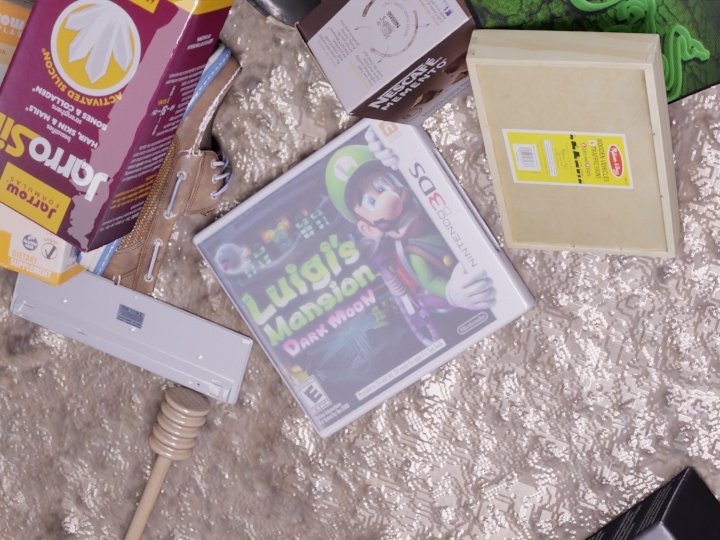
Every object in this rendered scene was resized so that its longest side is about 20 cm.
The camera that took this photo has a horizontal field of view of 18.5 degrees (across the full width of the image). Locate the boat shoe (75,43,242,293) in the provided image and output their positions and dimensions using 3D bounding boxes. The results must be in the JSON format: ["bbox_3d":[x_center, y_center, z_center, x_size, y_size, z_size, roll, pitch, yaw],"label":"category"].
[{"bbox_3d":[-0.133,-0.073,1.642,0.072,0.072,0.201,30,110,-8],"label":"boat shoe"}]

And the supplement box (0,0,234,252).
[{"bbox_3d":[-0.183,-0.130,1.552,0.110,0.086,0.201,29,108,9],"label":"supplement box"}]

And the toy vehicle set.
[{"bbox_3d":[0.147,-0.083,1.498,0.123,0.027,0.201,4,143,16],"label":"toy vehicle set"}]

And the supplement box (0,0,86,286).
[{"bbox_3d":[-0.250,-0.105,1.664,0.125,0.074,0.202,17,107,13],"label":"supplement box"}]

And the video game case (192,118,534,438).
[{"bbox_3d":[0.000,0.000,1.634,0.199,0.023,0.183,-33,91,23],"label":"video game case"}]

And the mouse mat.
[{"bbox_3d":[0.162,-0.166,1.464,0.160,0.008,0.200,-22,139,9],"label":"mouse mat"}]

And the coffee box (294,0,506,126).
[{"bbox_3d":[0.070,-0.189,1.508,0.200,0.113,0.080,-36,74,22],"label":"coffee box"}]

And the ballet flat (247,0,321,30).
[{"bbox_3d":[-0.095,-0.258,1.597,0.066,0.057,0.200,-38,93,-14],"label":"ballet flat"}]

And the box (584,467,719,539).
[{"bbox_3d":[0.210,0.287,1.582,0.196,0.124,0.200,-38,89,24],"label":"box"}]

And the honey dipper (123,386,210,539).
[{"bbox_3d":[-0.166,0.184,1.729,0.038,0.038,0.201,26,113,11],"label":"honey dipper"}]

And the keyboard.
[{"bbox_3d":[-0.179,0.042,1.713,0.199,0.011,0.057,22,104,12],"label":"keyboard"}]
